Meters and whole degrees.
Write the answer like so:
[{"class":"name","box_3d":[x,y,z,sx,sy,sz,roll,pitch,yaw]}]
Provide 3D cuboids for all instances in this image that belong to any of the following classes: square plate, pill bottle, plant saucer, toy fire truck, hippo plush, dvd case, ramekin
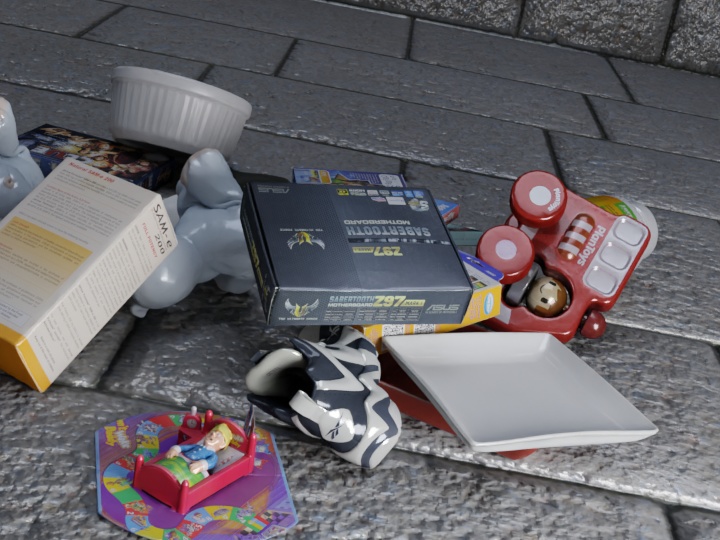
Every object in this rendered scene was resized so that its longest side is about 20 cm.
[{"class":"square plate","box_3d":[0.142,0.113,1.114,0.197,0.029,0.198,1,23,-25]},{"class":"pill bottle","box_3d":[0.300,-0.038,1.547,0.110,0.113,0.199,28,27,37]},{"class":"plant saucer","box_3d":[0.116,0.115,1.183,0.198,0.037,0.199,20,23,23]},{"class":"toy fire truck","box_3d":[0.224,-0.004,1.374,0.167,0.113,0.201,28,67,14]},{"class":"hippo plush","box_3d":[-0.181,-0.009,1.256,0.160,0.160,0.200,-29,62,-26]},{"class":"dvd case","box_3d":[0.044,-0.052,1.514,0.144,0.022,0.199,0,7,-26]},{"class":"ramekin","box_3d":[-0.255,-0.207,1.652,0.199,0.096,0.202,13,-3,1]},{"class":"hippo plush","box_3d":[-0.396,-0.063,1.275,0.158,0.201,0.162,-31,50,1]}]

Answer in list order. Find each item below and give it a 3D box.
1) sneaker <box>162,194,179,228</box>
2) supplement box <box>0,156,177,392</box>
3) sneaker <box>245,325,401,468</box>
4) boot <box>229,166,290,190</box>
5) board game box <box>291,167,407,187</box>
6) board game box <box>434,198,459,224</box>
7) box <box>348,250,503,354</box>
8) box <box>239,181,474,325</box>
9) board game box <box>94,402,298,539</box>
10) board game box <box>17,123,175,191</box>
[{"class":"sneaker","box_3d":[-0.155,-0.055,1.391,0.197,0.072,0.080,3,3,-1]},{"class":"supplement box","box_3d":[-0.282,-0.001,1.110,0.125,0.074,0.200,22,57,27]},{"class":"sneaker","box_3d":[-0.050,0.085,1.069,0.129,0.080,0.200,32,20,-30]},{"class":"boot","box_3d":[-0.139,-0.095,1.540,0.136,0.078,0.200,9,22,-19]},{"class":"board game box","box_3d":[-0.005,-0.064,1.325,0.133,0.035,0.200,3,23,-8]},{"class":"board game box","box_3d":[0.033,-0.056,1.392,0.102,0.020,0.200,15,23,22]},{"class":"box","box_3d":[0.051,0.026,1.237,0.198,0.042,0.119,-13,30,-32]},{"class":"box","box_3d":[-0.007,-0.017,1.151,0.197,0.051,0.159,1,42,-18]},{"class":"board game box","box_3d":[-0.134,0.149,0.971,0.156,0.039,0.200,5,22,-15]},{"class":"board game box","box_3d":[-0.365,-0.144,1.596,0.197,0.035,0.136,15,22,10]}]
